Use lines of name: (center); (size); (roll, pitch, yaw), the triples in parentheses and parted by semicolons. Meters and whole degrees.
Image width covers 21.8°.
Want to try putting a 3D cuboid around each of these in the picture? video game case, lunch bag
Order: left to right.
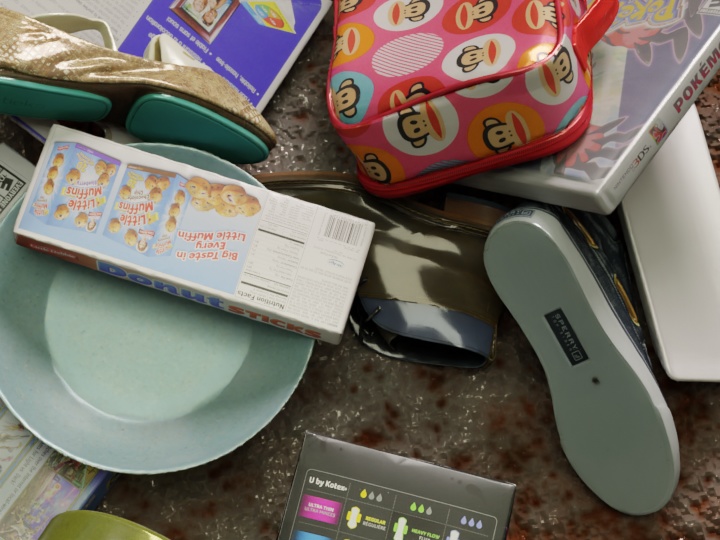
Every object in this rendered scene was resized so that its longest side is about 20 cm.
video game case: (-0.205, 0.054, 1.126); (0.181, 0.046, 0.201); (35, 72, 9)
lunch bag: (0.071, -0.143, 1.132); (0.174, 0.082, 0.201); (-16, 37, 17)
video game case: (0.131, -0.120, 1.147); (0.183, 0.199, 0.023); (-52, 124, -17)

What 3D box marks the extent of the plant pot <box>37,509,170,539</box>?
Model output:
plant pot: (-0.154, 0.242, 0.998); (0.199, 0.201, 0.194); (26, 59, 7)

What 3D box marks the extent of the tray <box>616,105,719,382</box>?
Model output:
tray: (0.194, -0.022, 1.166); (0.107, 0.022, 0.202); (5, 64, -42)

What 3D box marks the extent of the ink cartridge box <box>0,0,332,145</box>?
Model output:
ink cartridge box: (-0.146, -0.151, 1.166); (0.198, 0.043, 0.201); (38, 68, -16)

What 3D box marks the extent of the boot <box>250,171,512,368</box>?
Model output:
boot: (0.000, 0.000, 1.141); (0.198, 0.075, 0.098); (6, 67, -2)

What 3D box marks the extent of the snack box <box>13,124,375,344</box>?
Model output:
snack box: (-0.096, -0.021, 1.082); (0.198, 0.024, 0.073); (17, 71, 1)

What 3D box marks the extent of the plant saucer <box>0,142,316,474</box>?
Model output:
plant saucer: (-0.124, 0.025, 1.098); (0.199, 0.039, 0.203); (1, 70, -4)

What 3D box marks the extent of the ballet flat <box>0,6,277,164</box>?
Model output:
ballet flat: (-0.139, -0.115, 1.108); (0.198, 0.070, 0.066); (13, 64, -27)

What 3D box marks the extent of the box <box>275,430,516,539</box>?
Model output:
box: (0.002, 0.212, 1.024); (0.123, 0.149, 0.202); (13, 70, 3)

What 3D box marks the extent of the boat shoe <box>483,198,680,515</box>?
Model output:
boat shoe: (0.147, 0.042, 1.133); (0.070, 0.091, 0.202); (-20, 100, 31)
